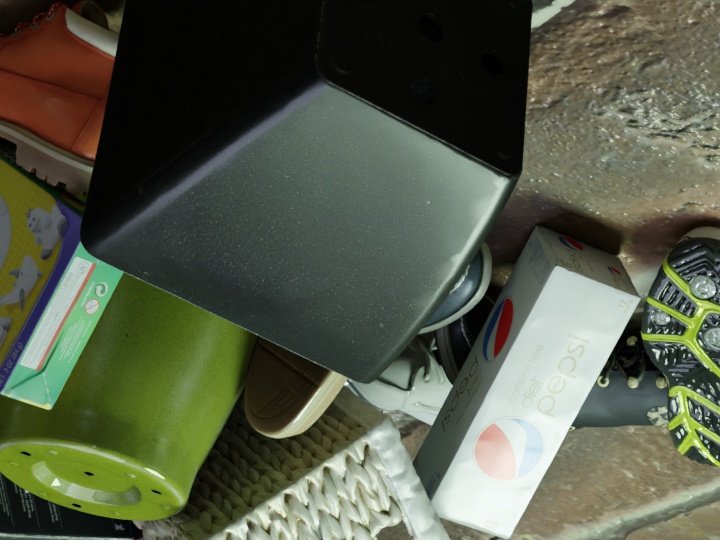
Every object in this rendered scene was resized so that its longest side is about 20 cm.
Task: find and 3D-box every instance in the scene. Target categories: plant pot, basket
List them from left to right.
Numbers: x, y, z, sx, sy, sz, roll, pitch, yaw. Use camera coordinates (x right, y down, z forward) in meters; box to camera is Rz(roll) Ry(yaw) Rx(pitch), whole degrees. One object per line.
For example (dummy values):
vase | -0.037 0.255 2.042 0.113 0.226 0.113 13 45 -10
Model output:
plant pot | -0.152 0.051 1.492 0.198 0.194 0.201 11 156 5
basket | -0.047 0.189 1.577 0.200 0.160 0.199 29 146 63
plant pot | -0.014 -0.091 1.266 0.199 0.201 0.177 25 141 -25

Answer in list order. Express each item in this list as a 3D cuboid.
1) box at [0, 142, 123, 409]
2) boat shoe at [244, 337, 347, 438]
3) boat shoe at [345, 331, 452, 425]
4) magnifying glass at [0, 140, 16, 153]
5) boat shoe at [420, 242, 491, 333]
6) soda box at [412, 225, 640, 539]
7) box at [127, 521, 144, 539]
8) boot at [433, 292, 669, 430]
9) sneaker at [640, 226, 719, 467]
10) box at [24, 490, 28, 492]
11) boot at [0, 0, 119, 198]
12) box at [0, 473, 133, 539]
box | -0.230 -0.014 1.410 0.048 0.118 0.200 24 -174 -46
boat shoe | -0.002 0.025 1.480 0.071 0.201 0.064 27 173 41
boat shoe | 0.041 0.068 1.681 0.065 0.074 0.199 -19 163 30
magnifying glass | -0.228 -0.023 1.454 0.080 0.201 0.022 -46 143 19
boat shoe | 0.000 0.000 1.572 0.199 0.076 0.062 1 165 43
soda box | 0.108 0.077 1.547 0.068 0.064 0.201 20 112 -17
box | -0.103 0.151 1.779 0.163 0.202 0.165 27 151 -28
boot | 0.148 0.059 1.626 0.152 0.074 0.204 -5 150 24
sneaker | 0.233 0.041 1.549 0.075 0.077 0.201 8 136 17
box | -0.227 0.080 1.669 0.119 0.201 0.042 -10 149 -47
boot | -0.198 -0.124 1.417 0.199 0.108 0.075 27 -170 33
box | -0.262 0.126 1.699 0.140 0.201 0.079 6 142 -35
